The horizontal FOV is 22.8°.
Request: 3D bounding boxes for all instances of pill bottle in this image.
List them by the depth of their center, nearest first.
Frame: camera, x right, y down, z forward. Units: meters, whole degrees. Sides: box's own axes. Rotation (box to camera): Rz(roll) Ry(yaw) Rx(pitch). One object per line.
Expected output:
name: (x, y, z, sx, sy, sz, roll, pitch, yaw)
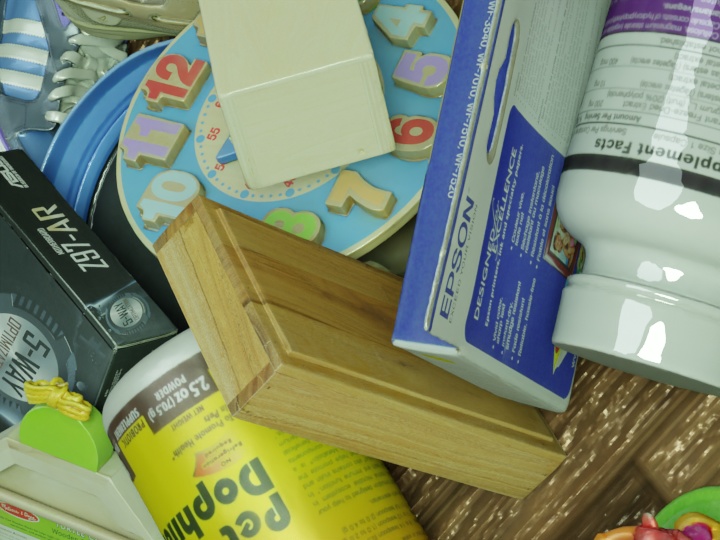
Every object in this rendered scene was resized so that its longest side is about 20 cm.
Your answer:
pill bottle: (0.144, -0.055, 0.725, 0.111, 0.111, 0.202, 13, 85, 43)
pill bottle: (-0.032, 0.124, 0.841, 0.109, 0.109, 0.201, -39, 74, 25)

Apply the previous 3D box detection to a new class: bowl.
bowl: (-0.101, -0.030, 1.009, 0.199, 0.039, 0.203, -8, 74, 31)

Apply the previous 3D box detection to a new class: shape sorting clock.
shape sorting clock: (-0.037, -0.080, 0.916, 0.198, 0.039, 0.201, -15, 52, 20)

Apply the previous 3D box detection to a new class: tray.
tray: (0.005, 0.038, 0.798, 0.037, 0.199, 0.099, -45, 51, 20)

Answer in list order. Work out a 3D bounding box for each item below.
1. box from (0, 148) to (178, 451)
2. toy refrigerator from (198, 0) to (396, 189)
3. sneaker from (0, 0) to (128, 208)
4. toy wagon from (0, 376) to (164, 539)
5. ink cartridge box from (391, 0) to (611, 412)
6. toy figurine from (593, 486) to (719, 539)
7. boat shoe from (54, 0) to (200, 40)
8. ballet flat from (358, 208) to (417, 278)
box: (-0.191, 0.059, 1.005, 0.160, 0.043, 0.201, 46, 129, 28)
toy refrigerator: (-0.041, -0.136, 0.892, 0.075, 0.070, 0.201, -16, 47, 0)
sneaker: (-0.164, -0.139, 1.094, 0.146, 0.080, 0.201, -30, 61, 27)
toy wagon: (-0.155, 0.139, 0.942, 0.154, 0.040, 0.202, 18, 120, 16)
ink cartridge box: (0.062, -0.055, 0.739, 0.047, 0.200, 0.199, 9, 80, 25)
toy figurine: (0.128, 0.140, 0.664, 0.151, 0.183, 0.200, -56, 47, 11)
boat shoe: (-0.090, -0.167, 1.011, 0.198, 0.065, 0.073, 2, 80, 18)
ballet flat: (0.000, 0.000, 0.894, 0.199, 0.046, 0.068, -20, 82, 23)
